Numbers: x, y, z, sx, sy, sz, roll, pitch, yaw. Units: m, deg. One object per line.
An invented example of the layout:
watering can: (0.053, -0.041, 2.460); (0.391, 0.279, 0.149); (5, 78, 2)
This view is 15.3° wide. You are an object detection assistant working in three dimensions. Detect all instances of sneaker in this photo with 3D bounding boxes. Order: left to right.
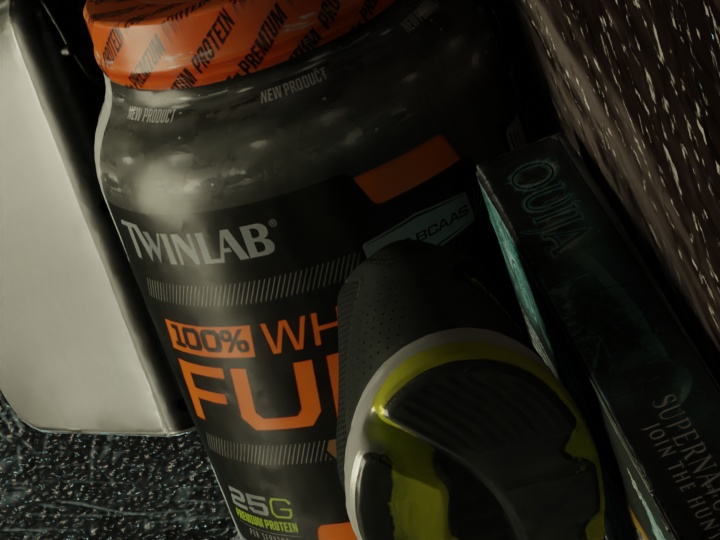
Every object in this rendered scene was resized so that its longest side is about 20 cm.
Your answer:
sneaker: (0.036, 0.076, 0.671); (0.085, 0.074, 0.201); (-102, 3, -50)

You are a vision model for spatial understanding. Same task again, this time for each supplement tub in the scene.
supplement tub: (0.000, 0.000, 0.763); (0.123, 0.122, 0.201); (-116, 4, -69)

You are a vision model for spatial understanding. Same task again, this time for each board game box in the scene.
board game box: (0.079, 0.068, 0.632); (0.200, 0.028, 0.136); (-113, 3, -61)

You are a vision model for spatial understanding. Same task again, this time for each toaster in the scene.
toaster: (-0.067, -0.052, 1.008); (0.118, 0.180, 0.201); (-11, 104, 48)

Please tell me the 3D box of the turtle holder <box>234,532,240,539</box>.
turtle holder: (0.014, 0.129, 1.015); (0.141, 0.131, 0.187); (-28, -46, -69)
